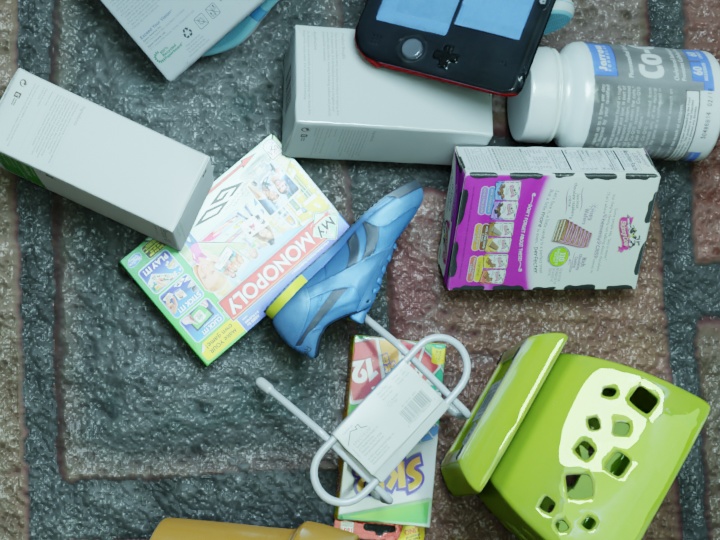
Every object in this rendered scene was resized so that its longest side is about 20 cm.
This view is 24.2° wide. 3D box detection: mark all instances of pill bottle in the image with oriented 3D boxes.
[{"bbox_3d":[0.255,-0.172,1.693,0.199,0.114,0.115,3,85,-11],"label":"pill bottle"}]

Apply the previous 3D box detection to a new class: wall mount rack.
[{"bbox_3d":[0.004,0.124,1.622,0.174,0.075,0.200,45,80,-4],"label":"wall mount rack"}]

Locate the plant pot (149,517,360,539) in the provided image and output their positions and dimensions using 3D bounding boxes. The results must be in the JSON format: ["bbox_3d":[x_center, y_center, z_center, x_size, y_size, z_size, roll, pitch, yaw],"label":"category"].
[{"bbox_3d":[-0.115,0.317,1.556,0.182,0.200,0.201,16,82,7],"label":"plant pot"}]

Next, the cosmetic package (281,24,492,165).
[{"bbox_3d":[0.026,-0.171,1.655,0.199,0.081,0.114,5,67,-11],"label":"cosmetic package"}]

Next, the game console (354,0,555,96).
[{"bbox_3d":[0.101,-0.271,1.603,0.176,0.031,0.201,15,74,23],"label":"game console"}]

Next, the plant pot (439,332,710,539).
[{"bbox_3d":[0.194,0.172,1.616,0.181,0.200,0.200,31,81,1],"label":"plant pot"}]

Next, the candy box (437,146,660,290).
[{"bbox_3d":[0.185,-0.052,1.664,0.199,0.061,0.137,1,124,-10],"label":"candy box"}]

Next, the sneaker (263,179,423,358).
[{"bbox_3d":[0.000,0.000,1.622,0.078,0.066,0.200,45,85,6],"label":"sneaker"}]

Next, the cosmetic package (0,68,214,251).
[{"bbox_3d":[-0.244,-0.104,1.584,0.199,0.108,0.085,26,80,4],"label":"cosmetic package"}]

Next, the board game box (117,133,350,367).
[{"bbox_3d":[-0.120,-0.021,1.654,0.200,0.029,0.135,-41,93,-11],"label":"board game box"}]

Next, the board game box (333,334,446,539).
[{"bbox_3d":[0.029,0.169,1.668,0.095,0.030,0.201,6,86,-9],"label":"board game box"}]

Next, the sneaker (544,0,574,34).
[{"bbox_3d":[0.117,-0.297,1.663,0.199,0.079,0.131,0,79,23],"label":"sneaker"}]

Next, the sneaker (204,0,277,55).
[{"bbox_3d":[-0.099,-0.288,1.654,0.199,0.131,0.080,-31,99,25],"label":"sneaker"}]

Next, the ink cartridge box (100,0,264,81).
[{"bbox_3d":[-0.172,-0.311,1.559,0.196,0.043,0.200,-35,99,30],"label":"ink cartridge box"}]
